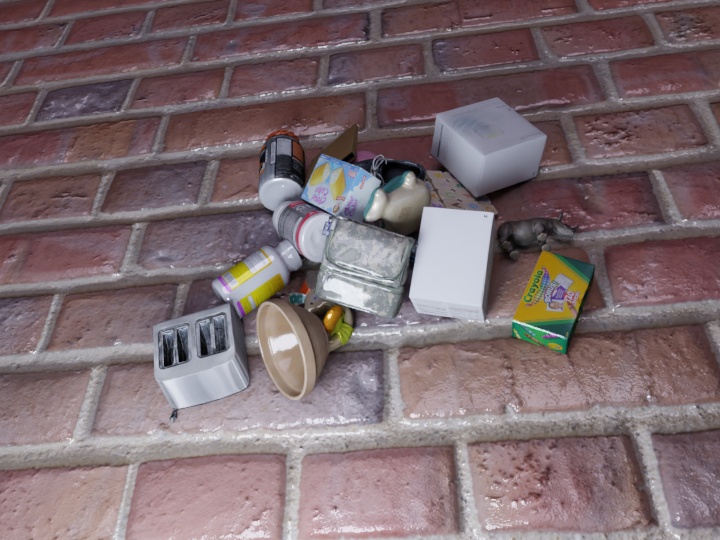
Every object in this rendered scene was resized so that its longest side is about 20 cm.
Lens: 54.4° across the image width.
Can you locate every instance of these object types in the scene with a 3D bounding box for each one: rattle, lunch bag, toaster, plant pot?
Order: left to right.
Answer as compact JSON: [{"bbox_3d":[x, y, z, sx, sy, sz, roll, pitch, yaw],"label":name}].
[{"bbox_3d":[-0.332,0.182,1.458,0.176,0.120,0.203,-15,49,-1],"label":"toaster"},{"bbox_3d":[-0.125,0.148,1.410,0.091,0.205,0.201,-16,45,-31],"label":"plant pot"},{"bbox_3d":[-0.105,0.070,1.498,0.129,0.143,0.202,-37,58,10],"label":"rattle"},{"bbox_3d":[0.009,-0.012,1.457,0.195,0.172,0.139,17,9,7],"label":"lunch bag"}]

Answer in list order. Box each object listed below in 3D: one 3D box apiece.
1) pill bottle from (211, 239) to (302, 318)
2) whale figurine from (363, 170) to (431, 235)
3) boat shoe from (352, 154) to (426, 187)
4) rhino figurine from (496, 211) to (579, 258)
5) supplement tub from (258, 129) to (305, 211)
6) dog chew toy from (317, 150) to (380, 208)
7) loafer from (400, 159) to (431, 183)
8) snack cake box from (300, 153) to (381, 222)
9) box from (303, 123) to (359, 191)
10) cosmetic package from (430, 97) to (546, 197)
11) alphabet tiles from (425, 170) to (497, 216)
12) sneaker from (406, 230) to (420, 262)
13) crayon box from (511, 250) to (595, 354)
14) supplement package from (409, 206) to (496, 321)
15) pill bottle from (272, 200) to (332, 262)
[{"bbox_3d":[-0.230,0.015,1.586,0.198,0.106,0.104,-35,52,-17],"label":"pill bottle"},{"bbox_3d":[0.067,-0.149,1.525,0.103,0.162,0.197,37,26,31],"label":"whale figurine"},{"bbox_3d":[0.055,-0.225,1.630,0.194,0.062,0.077,8,88,13],"label":"boat shoe"},{"bbox_3d":[0.398,-0.086,1.578,0.194,0.061,0.088,-10,38,-2],"label":"rhino figurine"},{"bbox_3d":[-0.201,-0.259,1.801,0.119,0.124,0.204,-8,48,4],"label":"supplement tub"},{"bbox_3d":[-0.027,-0.200,1.725,0.199,0.126,0.124,-40,53,-12],"label":"dog chew toy"},{"bbox_3d":[0.159,-0.197,1.725,0.061,0.073,0.202,-11,53,-25],"label":"loafer"},{"bbox_3d":[-0.047,-0.181,1.576,0.199,0.066,0.117,30,94,56],"label":"snack cake box"},{"bbox_3d":[-0.071,-0.282,1.769,0.162,0.021,0.202,-37,23,21],"label":"box"},{"bbox_3d":[0.310,-0.305,1.714,0.195,0.125,0.201,-20,49,-24],"label":"cosmetic package"},{"bbox_3d":[0.225,-0.174,1.657,0.190,0.015,0.202,2,41,-23],"label":"alphabet tiles"},{"bbox_3d":[0.149,-0.056,1.607,0.194,0.073,0.084,-8,66,10],"label":"sneaker"},{"bbox_3d":[0.400,0.062,1.453,0.116,0.059,0.202,17,55,23],"label":"crayon box"},{"bbox_3d":[0.198,-0.014,1.481,0.151,0.111,0.205,6,72,16],"label":"supplement package"},{"bbox_3d":[-0.131,-0.099,1.638,0.110,0.113,0.199,-33,31,-18],"label":"pill bottle"}]
